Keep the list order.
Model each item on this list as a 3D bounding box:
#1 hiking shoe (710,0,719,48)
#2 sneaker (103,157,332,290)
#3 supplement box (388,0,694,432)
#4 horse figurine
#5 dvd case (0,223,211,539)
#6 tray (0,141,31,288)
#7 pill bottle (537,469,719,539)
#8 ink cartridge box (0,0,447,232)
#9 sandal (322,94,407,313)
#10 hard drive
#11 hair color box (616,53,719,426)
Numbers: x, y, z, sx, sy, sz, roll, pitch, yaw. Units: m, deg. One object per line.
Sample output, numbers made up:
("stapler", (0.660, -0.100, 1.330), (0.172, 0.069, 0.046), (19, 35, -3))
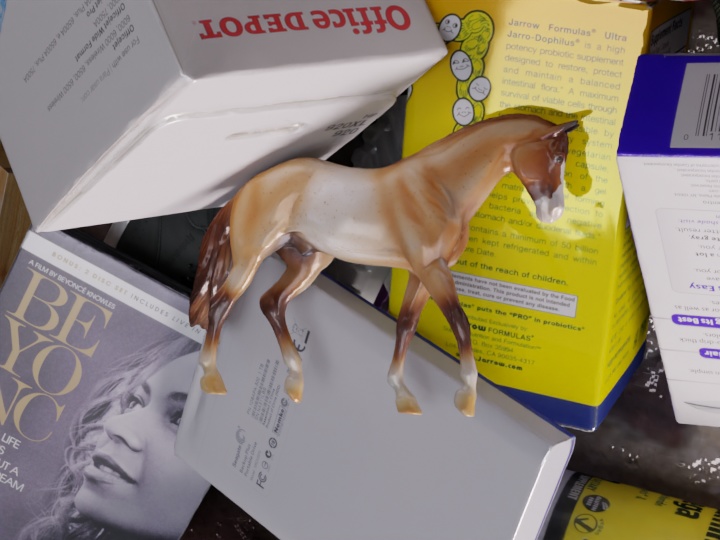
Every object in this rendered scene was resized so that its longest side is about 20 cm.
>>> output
("hiking shoe", (0.178, -0.171, 0.649), (0.076, 0.101, 0.200), (-10, 105, 13))
("sneaker", (-0.080, -0.006, 0.819), (0.099, 0.071, 0.200), (39, 116, 35))
("supplement box", (0.085, -0.043, 0.729), (0.109, 0.109, 0.200), (12, 110, 20))
("horse figurine", (-0.005, -0.005, 0.679), (0.200, 0.050, 0.133), (1, 82, 33))
("dvd case", (-0.148, 0.085, 0.826), (0.149, 0.016, 0.200), (29, 111, -4))
("tray", (-0.238, 0.010, 0.907), (0.099, 0.037, 0.200), (36, 120, 37))
("pill bottle", (0.174, 0.175, 0.756), (0.200, 0.112, 0.113), (13, 111, 19))
("ink cartridge box", (-0.089, -0.141, 0.683), (0.145, 0.147, 0.200), (-36, 72, 46))
("sandal", (0.002, 0.004, 0.810), (0.050, 0.082, 0.203), (15, 118, -28))
("hard drive", (-0.002, 0.084, 0.728), (0.200, 0.025, 0.132), (33, 117, 31))
("hair color box", (0.184, -0.006, 0.667), (0.109, 0.065, 0.200), (3, 142, 23))
